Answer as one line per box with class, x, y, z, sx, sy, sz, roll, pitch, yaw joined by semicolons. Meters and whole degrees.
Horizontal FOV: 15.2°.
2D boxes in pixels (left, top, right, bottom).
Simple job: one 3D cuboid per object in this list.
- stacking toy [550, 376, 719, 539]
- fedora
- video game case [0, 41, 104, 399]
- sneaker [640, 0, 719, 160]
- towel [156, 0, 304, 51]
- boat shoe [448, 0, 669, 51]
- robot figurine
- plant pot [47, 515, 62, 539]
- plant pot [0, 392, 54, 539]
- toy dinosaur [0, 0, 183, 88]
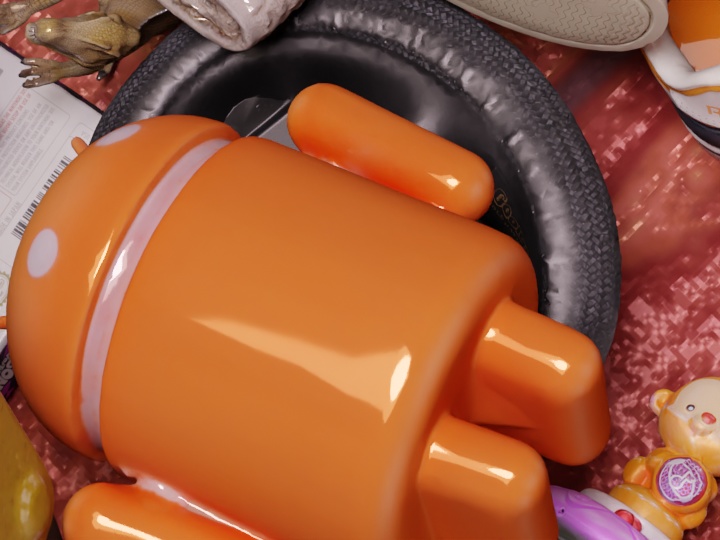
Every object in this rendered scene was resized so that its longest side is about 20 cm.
stacking toy;0.072;0.116;0.895;0.116;0.110;0.200;34;77;21
fedora;0.000;0.000;0.933;0.199;0.092;0.202;-3;76;14
video game case;-0.199;-0.010;1.016;0.181;0.036;0.201;33;88;19
sneaker;0.116;-0.140;0.943;0.078;0.079;0.201;-21;72;10
towel;-0.070;-0.173;0.933;0.200;0.035;0.133;38;62;15
boat shoe;0.020;-0.140;0.874;0.199;0.072;0.068;30;63;-6
robot figurine;-0.025;0.024;0.822;0.199;0.117;0.145;22;107;19
plant pot;-0.157;0.164;0.892;0.199;0.200;0.176;-11;66;12
plant pot;-0.203;0.074;0.754;0.199;0.196;0.195;-1;52;19
toy dinosaur;-0.067;-0.110;0.984;0.101;0.200;0.058;-10;117;39
